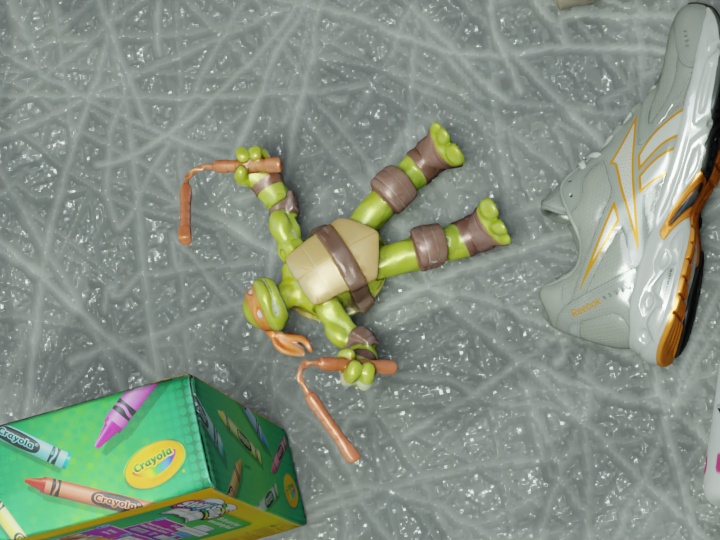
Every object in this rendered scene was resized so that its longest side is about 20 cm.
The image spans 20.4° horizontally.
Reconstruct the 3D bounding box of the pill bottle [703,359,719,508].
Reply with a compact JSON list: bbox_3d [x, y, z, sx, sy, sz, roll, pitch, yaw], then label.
[{"bbox_3d":[0.244,0.028,1.024,0.112,0.113,0.202,7,79,13],"label":"pill bottle"}]

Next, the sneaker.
[{"bbox_3d":[0.147,-0.054,1.087,0.091,0.076,0.201,10,78,18],"label":"sneaker"}]

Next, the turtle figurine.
[{"bbox_3d":[0.000,0.000,1.108,0.161,0.064,0.201,-29,64,-4],"label":"turtle figurine"}]

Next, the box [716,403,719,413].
[{"bbox_3d":[0.277,0.070,0.949,0.199,0.040,0.138,-32,98,-25],"label":"box"}]

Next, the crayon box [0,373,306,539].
[{"bbox_3d":[-0.110,0.110,1.032,0.118,0.200,0.059,-15,75,8],"label":"crayon box"}]

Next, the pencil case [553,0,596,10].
[{"bbox_3d":[0.179,-0.208,1.106,0.199,0.089,0.078,-18,71,8],"label":"pencil case"}]
